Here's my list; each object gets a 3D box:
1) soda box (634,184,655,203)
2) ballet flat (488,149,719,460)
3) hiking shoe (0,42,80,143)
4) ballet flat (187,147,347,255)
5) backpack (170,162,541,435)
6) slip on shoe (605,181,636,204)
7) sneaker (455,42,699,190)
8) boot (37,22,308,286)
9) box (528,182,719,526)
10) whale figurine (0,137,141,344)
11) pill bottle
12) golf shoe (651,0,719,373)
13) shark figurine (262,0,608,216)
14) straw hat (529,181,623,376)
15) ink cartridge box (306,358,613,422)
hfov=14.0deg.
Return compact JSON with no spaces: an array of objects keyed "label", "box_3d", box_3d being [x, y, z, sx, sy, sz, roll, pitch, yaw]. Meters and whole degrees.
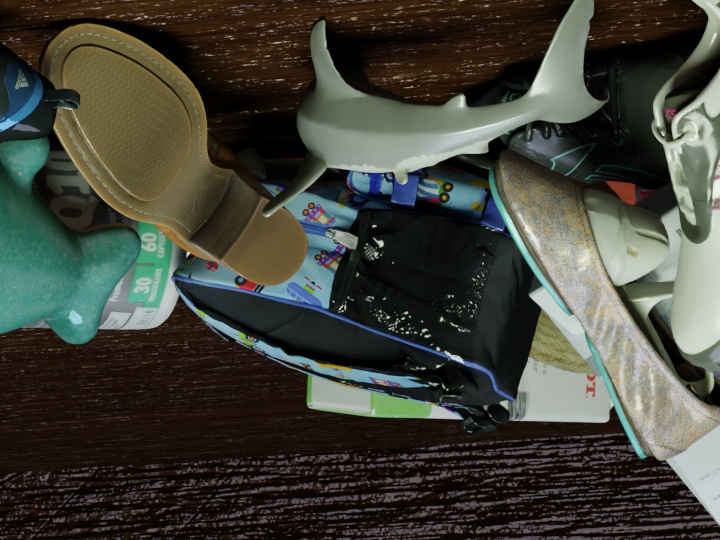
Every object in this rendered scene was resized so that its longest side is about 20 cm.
[{"label":"soda box","box_3d":[0.250,-0.076,1.626,0.198,0.071,0.063,-3,172,5]},{"label":"ballet flat","box_3d":[0.135,0.009,1.489,0.067,0.068,0.200,-22,122,17]},{"label":"hiking shoe","box_3d":[-0.227,-0.069,1.462,0.086,0.075,0.199,28,157,-29]},{"label":"ballet flat","box_3d":[-0.043,-0.050,1.786,0.198,0.072,0.072,-4,171,-2]},{"label":"backpack","box_3d":[0.000,0.000,1.679,0.199,0.135,0.183,15,173,13]},{"label":"slip on shoe","box_3d":[0.186,-0.056,1.771,0.074,0.062,0.200,-6,169,30]},{"label":"sneaker","box_3d":[0.122,-0.078,1.570,0.079,0.076,0.200,6,168,-30]},{"label":"boot","box_3d":[-0.124,-0.076,1.545,0.200,0.077,0.155,36,179,-37]},{"label":"box","box_3d":[0.210,0.041,1.547,0.156,0.200,0.041,-32,-163,27]},{"label":"whale figurine","box_3d":[-0.204,-0.003,1.581,0.199,0.160,0.104,19,-161,-38]},{"label":"pill bottle","box_3d":[-0.209,-0.023,1.700,0.199,0.114,0.113,1,171,-24]},{"label":"golf shoe","box_3d":[0.174,-0.052,1.426,0.088,0.201,0.077,10,-167,-22]},{"label":"shark figurine","box_3d":[0.016,-0.091,1.470,0.214,0.090,0.128,-1,-151,48]},{"label":"straw hat","box_3d":[0.137,-0.026,1.837,0.200,0.202,0.085,4,130,-35]},{"label":"ink cartridge box","box_3d":[0.070,0.025,1.944,0.199,0.147,0.084,4,179,-35]}]
